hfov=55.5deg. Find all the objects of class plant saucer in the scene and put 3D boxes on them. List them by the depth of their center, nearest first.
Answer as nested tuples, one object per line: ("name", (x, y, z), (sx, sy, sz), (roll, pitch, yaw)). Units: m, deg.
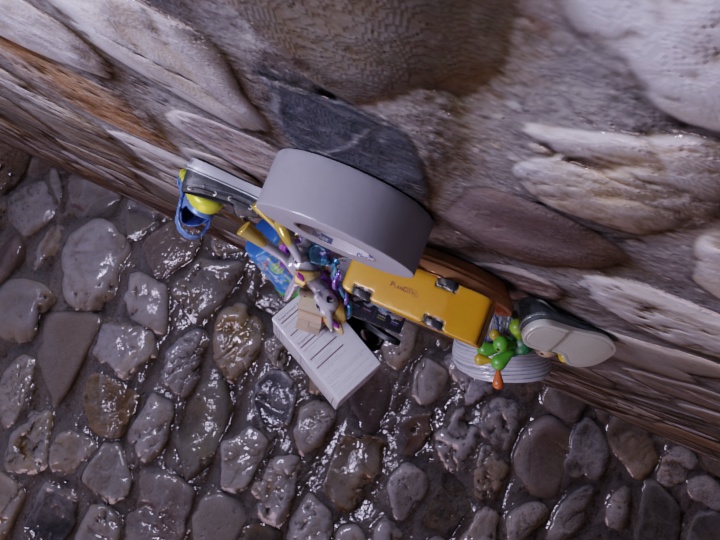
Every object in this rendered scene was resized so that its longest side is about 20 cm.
("plant saucer", (0.132, 0.011, 0.990), (0.196, 0.038, 0.200), (25, 174, 3))

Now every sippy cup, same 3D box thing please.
("sippy cup", (-0.154, -0.036, 1.358), (0.174, 0.143, 0.130), (-11, 143, 36))

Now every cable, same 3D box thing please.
("cable", (0.279, 0.162, 1.353), (0.194, 0.071, 0.200), (4, -170, 15))

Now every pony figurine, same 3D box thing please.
("pony figurine", (-0.079, -0.019, 0.984), (0.201, 0.165, 0.194), (51, -164, -18))

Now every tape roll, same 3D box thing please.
("tape roll", (-0.017, -0.062, 0.777), (0.196, 0.068, 0.200), (23, 175, 2))

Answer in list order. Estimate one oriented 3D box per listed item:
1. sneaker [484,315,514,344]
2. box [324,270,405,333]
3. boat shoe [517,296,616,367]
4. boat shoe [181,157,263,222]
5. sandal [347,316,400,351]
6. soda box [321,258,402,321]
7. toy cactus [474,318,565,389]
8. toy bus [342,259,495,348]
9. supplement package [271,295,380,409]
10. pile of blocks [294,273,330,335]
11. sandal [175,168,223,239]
("sneaker", (0.211, 0.081, 1.258), (0.196, 0.076, 0.087), (24, -167, 23))
("box", (0.009, 0.036, 1.358), (0.130, 0.117, 0.199), (24, 176, -22))
("boat shoe", (0.298, 0.087, 0.989), (0.197, 0.073, 0.063), (19, -139, -34))
("boat shoe", (-0.192, -0.112, 1.100), (0.196, 0.058, 0.069), (25, 174, -11))
("sandal", (0.009, 0.128, 1.361), (0.074, 0.049, 0.199), (26, 175, -36))
("soda box", (0.000, 0.000, 1.130), (0.198, 0.064, 0.068), (34, -179, 30))
("toy cactus", (0.288, 0.130, 1.136), (0.161, 0.105, 0.199), (2, 158, -33))
("toy bus", (0.078, 0.035, 0.918), (0.196, 0.067, 0.078), (22, 176, 19))
("supplement package", (-0.068, 0.146, 1.314), (0.201, 0.109, 0.114), (49, 164, 10))
("pile of blocks", (-0.071, 0.048, 1.183), (0.061, 0.084, 0.201), (17, 152, 1))
("sandal", (-0.293, -0.118, 1.199), (0.078, 0.089, 0.200), (23, -166, -21))
